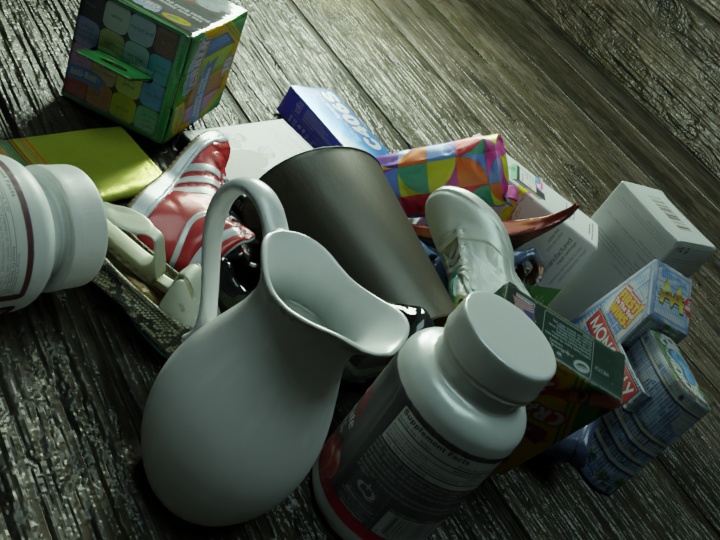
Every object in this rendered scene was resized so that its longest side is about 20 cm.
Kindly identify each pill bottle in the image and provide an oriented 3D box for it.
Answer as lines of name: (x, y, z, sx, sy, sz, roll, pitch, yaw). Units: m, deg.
pill bottle: (-0.274, -0.020, 0.543, 0.110, 0.110, 0.199, 48, 30, 19)
pill bottle: (0.055, 0.115, 0.620, 0.109, 0.201, 0.112, 26, 30, -17)

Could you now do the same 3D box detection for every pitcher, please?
pitcher: (-0.080, 0.057, 0.554, 0.120, 0.201, 0.172, -2, 46, -48)

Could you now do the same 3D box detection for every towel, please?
towel: (-0.263, -0.088, 0.751, 0.086, 0.018, 0.199, 48, 29, 7)

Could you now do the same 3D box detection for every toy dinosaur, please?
toy dinosaur: (0.123, -0.037, 0.970, 0.179, 0.202, 0.105, 30, 4, -9)

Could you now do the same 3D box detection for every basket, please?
basket: (0.000, 0.000, 0.802, 0.178, 0.136, 0.202, 0, 49, -47)

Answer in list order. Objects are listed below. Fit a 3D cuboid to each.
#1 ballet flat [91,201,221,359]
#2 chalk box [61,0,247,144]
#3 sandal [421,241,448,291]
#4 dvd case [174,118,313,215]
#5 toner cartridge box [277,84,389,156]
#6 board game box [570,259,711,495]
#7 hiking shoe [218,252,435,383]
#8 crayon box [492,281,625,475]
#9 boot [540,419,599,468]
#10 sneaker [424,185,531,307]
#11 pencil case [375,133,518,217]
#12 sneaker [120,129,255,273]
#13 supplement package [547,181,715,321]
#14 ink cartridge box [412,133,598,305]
ballet flat: (-0.169, 0.005, 0.658, 0.199, 0.076, 0.068, 40, 28, 4)
chalk box: (-0.221, -0.224, 0.861, 0.123, 0.125, 0.201, 27, 30, 2)
sandal: (0.108, 0.043, 0.895, 0.087, 0.080, 0.201, -36, 83, -37)
dvd case: (-0.100, -0.113, 0.956, 0.150, 0.025, 0.199, 45, 29, 12)
toner cartridge box: (-0.017, -0.164, 1.100, 0.094, 0.043, 0.201, -11, 55, -52)
board game box: (0.291, 0.100, 0.905, 0.061, 0.201, 0.202, 25, 31, -21)
hiking shoe: (-0.037, 0.026, 0.672, 0.196, 0.102, 0.076, 5, 37, 14)
crayon box: (0.117, 0.108, 0.723, 0.126, 0.200, 0.051, 30, 48, -10)
boot: (0.214, 0.133, 0.888, 0.089, 0.074, 0.200, 20, 36, 13)
sneaker: (0.110, 0.005, 0.819, 0.087, 0.075, 0.202, -13, 68, -43)
pencil case: (0.081, -0.100, 0.962, 0.196, 0.090, 0.089, -6, 26, 15)
sneaker: (-0.140, -0.055, 0.780, 0.111, 0.072, 0.201, 31, 37, -3)
supplement package: (0.350, 0.000, 1.112, 0.116, 0.201, 0.118, 4, 42, -44)
ink cartridge box: (0.179, -0.051, 1.051, 0.199, 0.146, 0.084, 37, 29, -1)
